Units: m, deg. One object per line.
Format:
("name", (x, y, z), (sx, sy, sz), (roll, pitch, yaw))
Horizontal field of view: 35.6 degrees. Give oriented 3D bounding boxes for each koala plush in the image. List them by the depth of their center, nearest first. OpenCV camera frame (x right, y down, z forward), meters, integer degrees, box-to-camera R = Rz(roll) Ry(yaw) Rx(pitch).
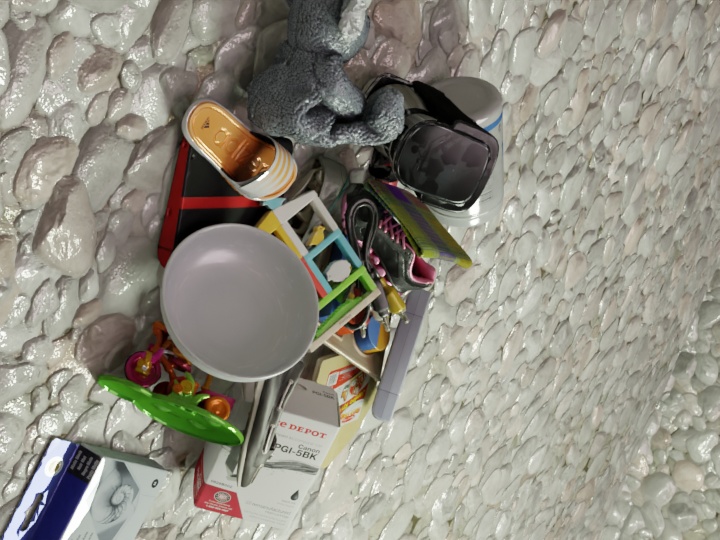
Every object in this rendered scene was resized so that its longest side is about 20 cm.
("koala plush", (-0.045, -0.268, 1.358), (0.183, 0.177, 0.202), (-12, 126, -37))

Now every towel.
("towel", (0.084, -0.063, 1.580), (0.023, 0.144, 0.200), (-43, 162, 15))

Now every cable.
("cable", (0.000, 0.000, 1.549), (0.096, 0.050, 0.202), (-19, 103, -8))

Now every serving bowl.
("serving bowl", (-0.153, 0.047, 1.368), (0.200, 0.200, 0.066), (-39, 176, -34))

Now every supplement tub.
("supplement tub", (0.156, -0.183, 1.732), (0.132, 0.131, 0.201), (-41, 141, -32))

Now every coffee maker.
("coffee maker", (0.108, -0.175, 1.512), (0.190, 0.200, 0.136), (-6, 118, -16))

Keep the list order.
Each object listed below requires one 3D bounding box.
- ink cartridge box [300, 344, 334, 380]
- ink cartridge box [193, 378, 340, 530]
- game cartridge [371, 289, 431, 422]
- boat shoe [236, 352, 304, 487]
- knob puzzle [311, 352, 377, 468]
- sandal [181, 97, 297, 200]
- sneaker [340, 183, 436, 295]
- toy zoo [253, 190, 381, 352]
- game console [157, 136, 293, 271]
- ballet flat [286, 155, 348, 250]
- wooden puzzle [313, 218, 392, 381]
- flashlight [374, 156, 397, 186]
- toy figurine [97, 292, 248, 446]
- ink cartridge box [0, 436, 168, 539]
("ink cartridge box", (-0.087, 0.100, 1.628), (0.199, 0.067, 0.118), (-7, 119, -53))
("ink cartridge box", (-0.130, 0.245, 1.545), (0.146, 0.083, 0.201), (17, 118, -16))
("game cartridge", (0.059, 0.127, 1.679), (0.133, 0.040, 0.202), (119, -11, -82))
("boat shoe", (-0.117, 0.197, 1.431), (0.067, 0.056, 0.202), (-95, -163, -65))
("knob puzzle", (-0.041, 0.202, 1.678), (0.219, 0.030, 0.221), (-40, 143, -39))
("sandal", (-0.137, -0.134, 1.361), (0.080, 0.059, 0.206), (-56, 142, 0))
("sneaker", (0.045, -0.045, 1.586), (0.201, 0.095, 0.079), (58, 46, -33))
("toy zoo", (-0.075, -0.012, 1.477), (0.131, 0.020, 0.201), (-40, 105, -20))
("game console", (-0.170, -0.086, 1.430), (0.199, 0.031, 0.179), (-7, 112, -54))
("ballet flat", (-0.084, -0.064, 1.546), (0.063, 0.067, 0.201), (27, 87, -30))
("wooden puzzle", (-0.003, 0.037, 1.624), (0.200, 0.046, 0.187), (41, 49, -41))
("flashlight", (0.043, -0.135, 1.659), (0.067, 0.068, 0.202), (-12, 120, -53))
("toy figurine", (-0.209, 0.098, 1.424), (0.199, 0.150, 0.185), (28, 67, -21))
("ink cartridge box", (-0.354, 0.320, 1.420), (0.200, 0.040, 0.201), (30, 86, -57))
